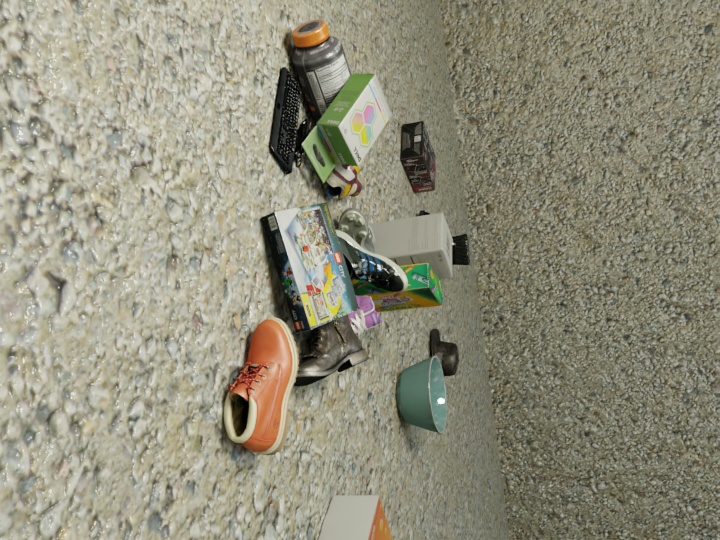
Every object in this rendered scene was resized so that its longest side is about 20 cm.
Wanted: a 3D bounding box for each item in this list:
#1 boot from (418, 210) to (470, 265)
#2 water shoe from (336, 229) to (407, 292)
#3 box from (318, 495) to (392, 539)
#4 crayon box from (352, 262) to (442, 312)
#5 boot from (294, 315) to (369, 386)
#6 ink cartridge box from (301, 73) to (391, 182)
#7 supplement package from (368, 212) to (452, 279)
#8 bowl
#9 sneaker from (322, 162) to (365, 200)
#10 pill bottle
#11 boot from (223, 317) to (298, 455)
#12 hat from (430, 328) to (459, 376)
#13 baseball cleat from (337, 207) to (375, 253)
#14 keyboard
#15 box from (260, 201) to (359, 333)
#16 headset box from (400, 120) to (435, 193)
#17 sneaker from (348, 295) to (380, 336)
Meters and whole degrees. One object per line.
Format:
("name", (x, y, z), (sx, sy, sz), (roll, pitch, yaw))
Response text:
("boot", (0.280, -0.110, 2.246), (0.080, 0.156, 0.213), (-65, 144, -58))
("water shoe", (0.000, 0.000, 1.358), (0.072, 0.199, 0.079), (-56, -176, 46))
("box", (0.001, 0.534, 1.246), (0.125, 0.096, 0.202), (-66, 144, -58))
("crayon box", (0.068, 0.042, 1.464), (0.119, 0.198, 0.059), (47, 40, -61))
("boot", (-0.079, 0.103, 1.200), (0.199, 0.069, 0.176), (-13, 78, -48))
("ink cartridge box", (-0.022, -0.273, 1.301), (0.201, 0.059, 0.104), (-58, 142, -24))
("supplement package", (0.119, -0.049, 1.653), (0.118, 0.198, 0.118), (60, 29, -49))
("bowl", (0.159, 0.332, 1.797), (0.201, 0.104, 0.204), (-6, 90, -73))
("sneaker", (-0.042, -0.188, 1.435), (0.090, 0.075, 0.200), (-48, 171, -8))
("pill bottle", (-0.071, -0.389, 1.340), (0.107, 0.105, 0.201), (-77, 154, -47))
("boot", (-0.146, 0.157, 0.973), (0.107, 0.074, 0.202), (39, 48, -59))
("hat", (0.287, 0.290, 2.248), (0.200, 0.080, 0.203), (-8, 90, -72))
("baseball cleat", (-0.008, -0.087, 1.514), (0.201, 0.069, 0.107), (77, 10, -50))
("keyboard", (-0.121, -0.276, 1.251), (0.104, 0.039, 0.202), (54, 35, -56))
("box", (-0.083, -0.009, 1.152), (0.136, 0.037, 0.202), (-17, 91, -52))
("headset box", (0.194, -0.361, 2.203), (0.200, 0.074, 0.150), (57, 32, -54))
("sneaker", (-0.023, 0.110, 1.300), (0.201, 0.113, 0.073), (-71, 150, -51))
